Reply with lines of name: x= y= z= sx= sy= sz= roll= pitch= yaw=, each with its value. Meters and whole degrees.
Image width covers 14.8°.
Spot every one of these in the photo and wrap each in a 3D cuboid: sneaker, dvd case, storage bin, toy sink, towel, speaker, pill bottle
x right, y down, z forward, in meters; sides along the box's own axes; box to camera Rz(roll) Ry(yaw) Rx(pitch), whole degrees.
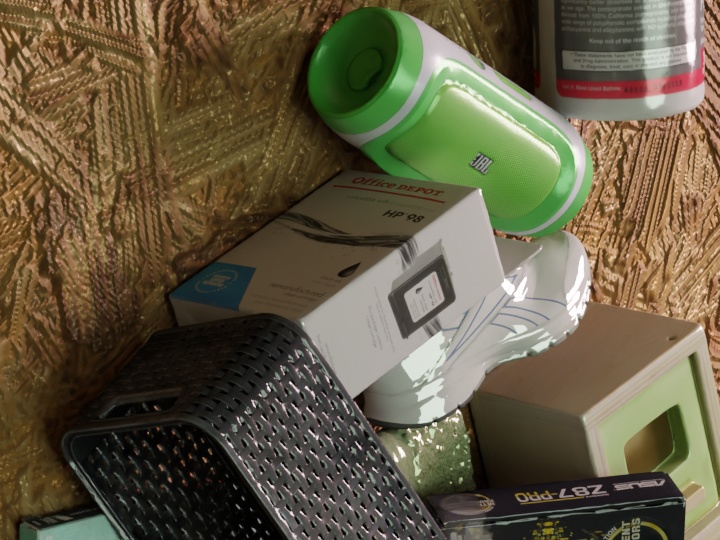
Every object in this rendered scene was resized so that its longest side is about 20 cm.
sneaker: x=0.072 y=0.021 z=1.746 sx=0.200 sy=0.074 sz=0.087 roll=-35 pitch=117 yaw=-36
dvd case: x=-0.116 y=0.199 z=1.623 sx=0.200 sy=0.022 sz=0.146 roll=-10 pitch=105 yaw=-46
storage bin: x=-0.055 y=0.132 z=1.558 sx=0.094 sy=0.135 sz=0.200 roll=-49 pitch=116 yaw=-37
toy sink: x=0.171 y=0.143 z=1.840 sx=0.130 sy=0.112 sz=0.200 roll=-32 pitch=120 yaw=-36
towel: x=0.023 y=0.191 z=1.754 sx=0.148 sy=0.036 sz=0.200 roll=-21 pitch=113 yaw=-42
speaker: x=0.057 y=-0.088 z=1.696 sx=0.200 sy=0.088 sz=0.088 roll=29 pitch=78 yaw=-45
pill bottle: x=0.163 y=-0.201 z=1.761 sx=0.111 sy=0.111 sz=0.200 roll=-16 pitch=110 yaw=-43

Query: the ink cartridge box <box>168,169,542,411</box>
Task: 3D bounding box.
ink cartridge box: x=0.000 y=0.000 z=1.634 sx=0.200 sy=0.116 sz=0.067 roll=-37 pitch=121 yaw=-36

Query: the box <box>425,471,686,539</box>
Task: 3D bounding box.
box: x=0.121 y=0.231 z=1.751 sx=0.161 sy=0.049 sz=0.200 roll=-3 pitch=111 yaw=-11
